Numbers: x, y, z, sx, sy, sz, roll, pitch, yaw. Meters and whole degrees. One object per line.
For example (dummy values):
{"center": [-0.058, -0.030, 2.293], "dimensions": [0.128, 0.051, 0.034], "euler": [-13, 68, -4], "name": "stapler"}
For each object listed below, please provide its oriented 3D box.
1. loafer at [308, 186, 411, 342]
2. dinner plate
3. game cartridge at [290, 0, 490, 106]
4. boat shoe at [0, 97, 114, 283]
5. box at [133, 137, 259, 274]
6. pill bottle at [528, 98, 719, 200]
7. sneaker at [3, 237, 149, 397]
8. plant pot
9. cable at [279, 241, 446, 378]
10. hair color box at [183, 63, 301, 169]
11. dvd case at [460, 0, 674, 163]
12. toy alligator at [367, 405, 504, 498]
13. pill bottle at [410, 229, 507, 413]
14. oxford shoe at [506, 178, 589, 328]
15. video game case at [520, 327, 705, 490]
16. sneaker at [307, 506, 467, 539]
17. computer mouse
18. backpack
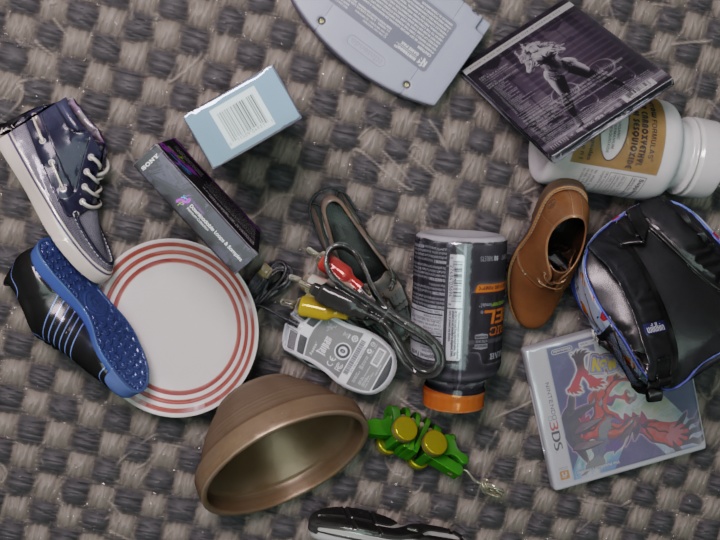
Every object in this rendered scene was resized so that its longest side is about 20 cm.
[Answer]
{"center": [0.000, 0.000, 1.117], "dimensions": [0.072, 0.063, 0.201], "euler": [-30, 100, -2], "name": "loafer"}
{"center": [-0.208, 0.064, 1.103], "dimensions": [0.199, 0.024, 0.201], "euler": [1, 95, 8], "name": "dinner plate"}
{"center": [0.029, -0.280, 1.096], "dimensions": [0.200, 0.042, 0.133], "euler": [36, 97, -10], "name": "game cartridge"}
{"center": [-0.302, -0.090, 1.061], "dimensions": [0.092, 0.075, 0.201], "euler": [-30, 100, 6], "name": "boat shoe"}
{"center": [-0.164, -0.072, 1.018], "dimensions": [0.036, 0.200, 0.143], "euler": [-42, 100, 1], "name": "box"}
{"center": [0.300, -0.139, 1.107], "dimensions": [0.199, 0.114, 0.115], "euler": [8, 97, -8], "name": "pill bottle"}
{"center": [-0.312, 0.063, 1.082], "dimensions": [0.078, 0.070, 0.200], "euler": [-35, 88, 25], "name": "sneaker"}
{"center": [-0.098, 0.180, 1.094], "dimensions": [0.200, 0.201, 0.093], "euler": [-27, 60, -2], "name": "plant pot"}
{"center": [0.014, 0.038, 1.082], "dimensions": [0.199, 0.050, 0.097], "euler": [27, 96, 3], "name": "cable"}
{"center": [-0.121, -0.158, 1.011], "dimensions": [0.099, 0.200, 0.061], "euler": [-30, 101, -2], "name": "hair color box"}
{"center": [0.215, -0.209, 1.060], "dimensions": [0.148, 0.200, 0.016], "euler": [-33, 136, -1], "name": "dvd case"}
{"center": [0.086, 0.205, 1.163], "dimensions": [0.199, 0.059, 0.054], "euler": [26, 54, -9], "name": "toy alligator"}
{"center": [0.109, 0.057, 1.117], "dimensions": [0.106, 0.106, 0.201], "euler": [1, 98, -7], "name": "pill bottle"}
{"center": [0.209, -0.002, 1.105], "dimensions": [0.071, 0.071, 0.201], "euler": [4, 130, -4], "name": "oxford shoe"}
{"center": [0.309, 0.155, 1.196], "dimensions": [0.199, 0.023, 0.183], "euler": [-15, 99, -5], "name": "video game case"}
{"center": [0.025, 0.354, 1.162], "dimensions": [0.200, 0.076, 0.116], "euler": [15, 94, -11], "name": "sneaker"}
{"center": [-0.051, 0.076, 1.134], "dimensions": [0.199, 0.044, 0.110], "euler": [32, 89, -4], "name": "computer mouse"}
{"center": [0.335, 0.022, 1.108], "dimensions": [0.199, 0.154, 0.191], "euler": [-31, 85, -12], "name": "backpack"}
